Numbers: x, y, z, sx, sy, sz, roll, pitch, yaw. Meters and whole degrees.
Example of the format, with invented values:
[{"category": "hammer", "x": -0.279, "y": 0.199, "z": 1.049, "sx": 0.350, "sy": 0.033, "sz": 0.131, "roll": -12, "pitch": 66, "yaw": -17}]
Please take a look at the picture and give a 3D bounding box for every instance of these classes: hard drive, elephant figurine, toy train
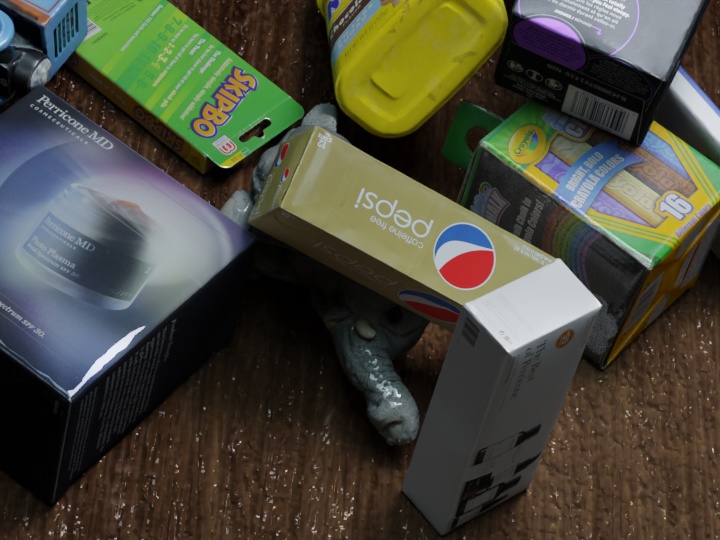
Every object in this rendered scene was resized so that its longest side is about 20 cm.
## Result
[{"category": "hard drive", "x": 0.244, "y": -0.092, "z": 1.850, "sx": 0.025, "sy": 0.132, "sz": 0.200, "roll": -29, "pitch": 61, "yaw": -15}, {"category": "elephant figurine", "x": 0.000, "y": 0.000, "z": 1.733, "sx": 0.200, "sy": 0.155, "sz": 0.142, "roll": 36, "pitch": 7, "yaw": 3}, {"category": "toy train", "x": -0.301, "y": -0.201, "z": 1.827, "sx": 0.200, "sy": 0.087, "sz": 0.114, "roll": 27, "pitch": 57, "yaw": 14}]

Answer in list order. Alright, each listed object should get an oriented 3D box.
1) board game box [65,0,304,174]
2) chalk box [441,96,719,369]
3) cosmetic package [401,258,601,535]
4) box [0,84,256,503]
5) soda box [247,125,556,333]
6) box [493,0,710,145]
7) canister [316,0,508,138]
[{"category": "board game box", "x": -0.144, "y": -0.149, "z": 1.869, "sx": 0.200, "sy": 0.030, "sz": 0.095, "roll": 37, "pitch": 52, "yaw": 21}, {"category": "chalk box", "x": 0.149, "y": -0.053, "z": 1.799, "sx": 0.200, "sy": 0.125, "sz": 0.124, "roll": 39, "pitch": 53, "yaw": 17}, {"category": "cosmetic package", "x": 0.091, "y": 0.086, "z": 1.615, "sx": 0.082, "sy": 0.200, "sz": 0.051, "roll": -27, "pitch": 60, "yaw": -31}, {"category": "box", "x": -0.211, "y": 0.010, "z": 1.656, "sx": 0.200, "sy": 0.123, "sz": 0.198, "roll": 35, "pitch": 50, "yaw": 15}, {"category": "soda box", "x": 0.030, "y": -0.019, "z": 1.650, "sx": 0.200, "sy": 0.068, "sz": 0.064, "roll": 28, "pitch": 73, "yaw": -16}, {"category": "box", "x": 0.191, "y": -0.212, "z": 1.757, "sx": 0.122, "sy": 0.106, "sz": 0.200, "roll": 25, "pitch": 68, "yaw": 6}, {"category": "canister", "x": 0.037, "y": -0.200, "z": 1.840, "sx": 0.087, "sy": 0.149, "sz": 0.200, "roll": 37, "pitch": 21, "yaw": -22}]
